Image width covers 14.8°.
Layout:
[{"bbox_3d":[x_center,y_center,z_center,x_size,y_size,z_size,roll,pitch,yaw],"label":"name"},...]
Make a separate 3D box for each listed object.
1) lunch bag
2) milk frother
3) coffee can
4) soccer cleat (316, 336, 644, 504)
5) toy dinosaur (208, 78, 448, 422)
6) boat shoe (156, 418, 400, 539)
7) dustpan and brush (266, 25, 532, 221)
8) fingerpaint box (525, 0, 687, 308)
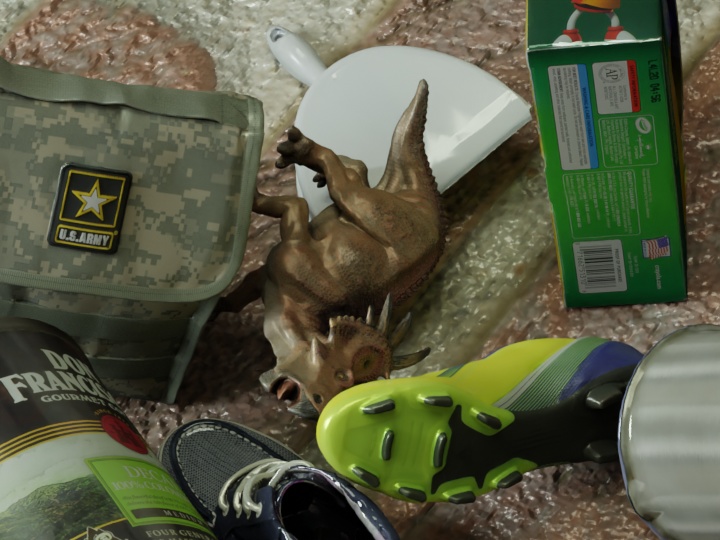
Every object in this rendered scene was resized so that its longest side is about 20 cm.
[{"bbox_3d":[-0.150,-0.028,1.436,0.163,0.200,0.118,7,54,-15],"label":"lunch bag"},{"bbox_3d":[0.256,0.112,1.312,0.180,0.201,0.188,-16,6,-33],"label":"milk frother"},{"bbox_3d":[-0.152,0.141,1.361,0.146,0.147,0.200,-30,50,-14],"label":"coffee can"},{"bbox_3d":[0.061,0.072,1.399,0.199,0.065,0.084,-6,21,-27],"label":"soccer cleat"},{"bbox_3d":[0.000,0.000,1.473,0.135,0.086,0.200,33,69,22],"label":"toy dinosaur"},{"bbox_3d":[-0.039,0.116,1.391,0.075,0.093,0.200,-38,52,-20],"label":"boat shoe"},{"bbox_3d":[-0.003,-0.094,1.602,0.139,0.057,0.200,-40,58,-6],"label":"dustpan and brush"},{"bbox_3d":[0.133,-0.108,1.475,0.073,0.201,0.167,-4,48,8],"label":"fingerpaint box"}]
